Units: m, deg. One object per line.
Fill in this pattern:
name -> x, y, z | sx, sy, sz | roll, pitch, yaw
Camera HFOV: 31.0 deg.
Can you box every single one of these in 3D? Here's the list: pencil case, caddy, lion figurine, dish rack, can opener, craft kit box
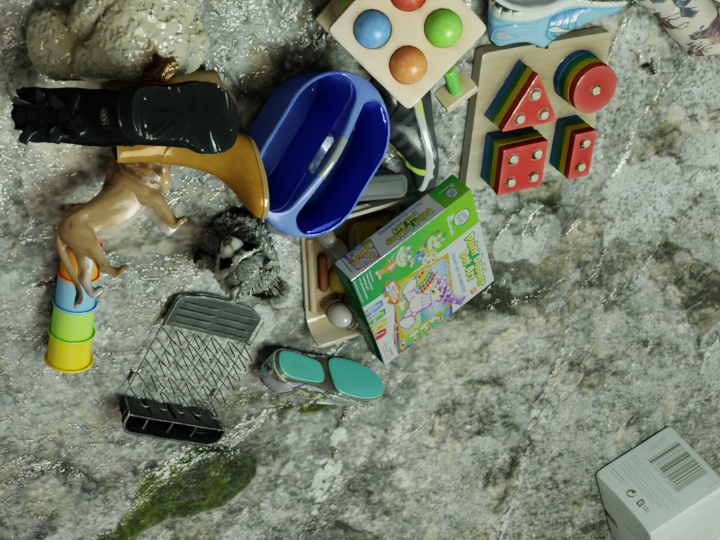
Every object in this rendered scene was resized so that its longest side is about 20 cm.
pencil case -> 0.405, -0.356, 1.681 | 0.078, 0.090, 0.200 | -42, 135, 20
caddy -> -0.052, -0.136, 1.503 | 0.141, 0.105, 0.201 | 33, 86, -30
lion figurine -> -0.274, -0.064, 1.433 | 0.200, 0.072, 0.123 | -43, 96, -18
dish rack -> -0.212, 0.125, 1.671 | 0.153, 0.055, 0.201 | 15, 113, -40
can opener -> -0.036, -0.091, 1.619 | 0.199, 0.053, 0.067 | -12, 110, -27
craft kit box -> 0.075, 0.002, 1.699 | 0.197, 0.048, 0.200 | -40, 143, -13

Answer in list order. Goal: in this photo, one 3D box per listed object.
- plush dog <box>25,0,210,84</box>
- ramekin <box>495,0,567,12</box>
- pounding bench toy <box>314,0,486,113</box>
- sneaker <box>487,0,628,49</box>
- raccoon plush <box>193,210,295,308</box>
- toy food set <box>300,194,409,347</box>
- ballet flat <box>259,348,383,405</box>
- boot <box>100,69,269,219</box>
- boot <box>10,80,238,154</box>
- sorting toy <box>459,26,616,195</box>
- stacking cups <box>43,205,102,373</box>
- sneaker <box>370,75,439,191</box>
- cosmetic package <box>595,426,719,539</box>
plush dog -> -0.228, -0.279, 1.309 | 0.199, 0.160, 0.173 | -7, 103, -28
ramekin -> 0.192, -0.410, 1.490 | 0.199, 0.105, 0.201 | -17, 131, -21
pounding bench toy -> 0.069, -0.249, 1.446 | 0.200, 0.156, 0.124 | 42, 97, -18
sneaker -> 0.239, -0.325, 1.623 | 0.199, 0.079, 0.090 | -12, 147, -21
raccoon plush -> -0.112, 0.008, 1.588 | 0.200, 0.134, 0.097 | 30, 103, -43
toy food set -> 0.000, 0.000, 1.706 | 0.143, 0.060, 0.201 | -17, 131, -20
ballet flat -> -0.059, 0.152, 1.790 | 0.200, 0.072, 0.072 | 17, 112, -40
boot -> -0.193, -0.128, 1.405 | 0.143, 0.202, 0.071 | -16, 159, -26
boot -> -0.239, -0.154, 1.314 | 0.198, 0.162, 0.074 | -7, 97, -60
sorting toy -> 0.241, -0.201, 1.702 | 0.199, 0.070, 0.200 | -13, 129, -24
stacking cups -> -0.332, 0.023, 1.512 | 0.060, 0.061, 0.201 | -6, 125, -29
sneaker -> 0.048, -0.184, 1.609 | 0.082, 0.072, 0.201 | -10, 128, 0
cosmetic package -> 0.540, 0.423, 2.295 | 0.164, 0.165, 0.201 | -30, 133, -9
